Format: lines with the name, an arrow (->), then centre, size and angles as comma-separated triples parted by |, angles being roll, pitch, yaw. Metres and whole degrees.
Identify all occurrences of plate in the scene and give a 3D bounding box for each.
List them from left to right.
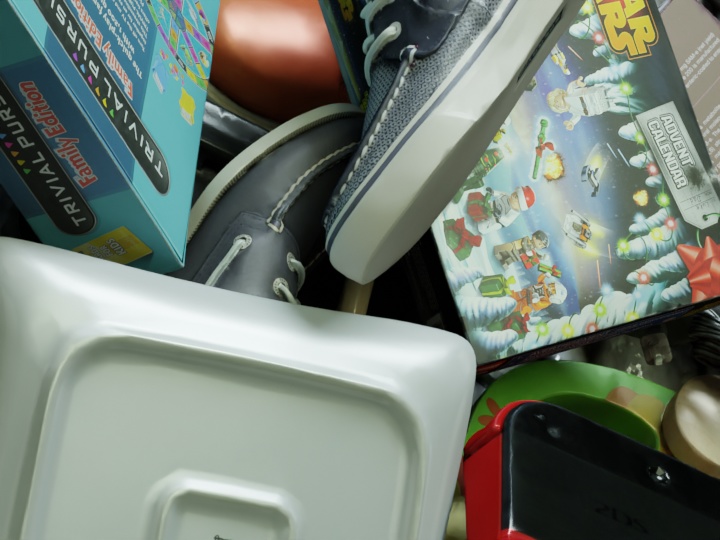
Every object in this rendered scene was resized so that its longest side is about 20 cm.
plate -> -0.053, 0.104, 0.718 | 0.198, 0.032, 0.202 | 13, 82, -24

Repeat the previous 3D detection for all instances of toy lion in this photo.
toy lion -> 0.075, 0.122, 0.843 | 0.190, 0.069, 0.201 | 17, 52, -15

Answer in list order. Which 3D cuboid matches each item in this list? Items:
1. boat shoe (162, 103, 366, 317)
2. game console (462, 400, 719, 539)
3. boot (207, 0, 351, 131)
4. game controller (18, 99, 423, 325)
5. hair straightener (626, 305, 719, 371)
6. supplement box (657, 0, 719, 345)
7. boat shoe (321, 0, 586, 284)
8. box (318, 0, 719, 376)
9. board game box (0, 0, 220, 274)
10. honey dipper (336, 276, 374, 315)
boat shoe -> -0.047, 0.018, 0.780 | 0.062, 0.073, 0.200 | 32, 64, 29
game console -> 0.127, 0.140, 0.759 | 0.199, 0.031, 0.178 | 24, 36, -15
boot -> 0.013, -0.106, 0.917 | 0.198, 0.107, 0.076 | 2, 61, -31
game controller -> -0.045, -0.010, 0.866 | 0.199, 0.042, 0.105 | 26, 64, -17
hair straightener -> 0.151, 0.033, 0.895 | 0.199, 0.041, 0.077 | 25, 39, 28
supplement box -> 0.182, -0.024, 0.984 | 0.200, 0.061, 0.109 | 45, 71, -1
boat shoe -> 0.021, -0.093, 0.791 | 0.092, 0.075, 0.201 | 32, 66, 8
box -> 0.068, -0.067, 0.852 | 0.136, 0.040, 0.202 | -15, 81, -24
board game box -> -0.108, -0.117, 0.771 | 0.201, 0.047, 0.151 | -86, 155, -44
honey dipper -> 0.000, 0.000, 0.841 | 0.038, 0.038, 0.202 | 24, 63, -19
